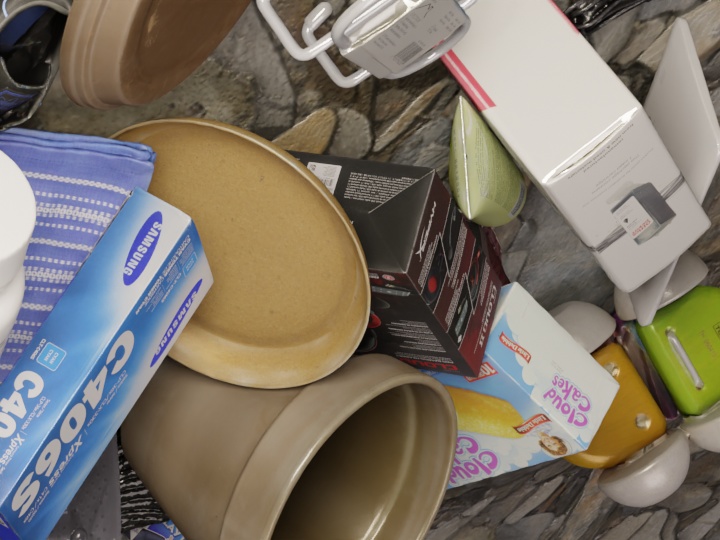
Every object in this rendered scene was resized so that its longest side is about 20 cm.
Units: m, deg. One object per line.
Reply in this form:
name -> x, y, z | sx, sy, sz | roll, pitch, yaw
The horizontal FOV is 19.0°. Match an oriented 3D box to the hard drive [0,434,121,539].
hard drive -> -0.221, 0.103, 1.357 | 0.134, 0.042, 0.202 | -14, 107, -32

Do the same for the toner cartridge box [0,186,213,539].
toner cartridge box -> -0.159, 0.059, 1.242 | 0.201, 0.043, 0.095 | -58, 165, -17

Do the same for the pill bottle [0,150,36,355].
pill bottle -> -0.244, 0.025, 1.152 | 0.113, 0.114, 0.201 | -10, 145, -36

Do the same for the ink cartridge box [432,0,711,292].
ink cartridge box -> 0.142, -0.090, 1.430 | 0.085, 0.146, 0.200 | -37, 150, 3

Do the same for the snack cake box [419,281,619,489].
snack cake box -> 0.075, 0.090, 1.566 | 0.199, 0.115, 0.067 | -23, -152, 50

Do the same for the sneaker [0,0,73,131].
sneaker -> -0.215, -0.096, 1.139 | 0.070, 0.078, 0.200 | 10, 128, -51

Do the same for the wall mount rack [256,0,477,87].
wall mount rack -> 0.032, -0.180, 1.239 | 0.173, 0.075, 0.200 | -35, 171, 8

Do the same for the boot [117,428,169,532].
boot -> -0.210, 0.136, 1.477 | 0.157, 0.080, 0.212 | -24, 154, -13

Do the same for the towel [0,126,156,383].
towel -> -0.208, 0.007, 1.268 | 0.144, 0.024, 0.201 | 6, 116, -28

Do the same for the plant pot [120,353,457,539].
plant pot -> -0.062, 0.124, 1.440 | 0.200, 0.173, 0.201 | -34, 139, -37

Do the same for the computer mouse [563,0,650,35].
computer mouse -> 0.198, -0.229, 1.384 | 0.140, 0.046, 0.201 | -26, 149, -12

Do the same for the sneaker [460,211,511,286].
sneaker -> 0.098, 0.032, 1.593 | 0.075, 0.116, 0.200 | -37, 150, 6

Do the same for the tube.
tube -> 0.078, -0.064, 1.434 | 0.052, 0.058, 0.200 | -46, 172, 3

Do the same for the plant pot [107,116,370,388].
plant pot -> -0.081, -0.014, 1.314 | 0.028, 0.199, 0.201 | -57, 172, -45

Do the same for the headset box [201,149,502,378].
headset box -> 0.000, 0.000, 1.413 | 0.200, 0.147, 0.076 | 55, 48, -61

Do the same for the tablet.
tablet -> 0.217, -0.069, 1.558 | 0.014, 0.131, 0.201 | 0, 141, -12

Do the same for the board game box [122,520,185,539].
board game box -> -0.085, 0.198, 1.574 | 0.135, 0.200, 0.029 | -49, 169, 25

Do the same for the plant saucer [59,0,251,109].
plant saucer -> -0.086, -0.165, 1.129 | 0.201, 0.029, 0.200 | -53, 169, -15

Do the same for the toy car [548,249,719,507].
toy car -> 0.233, 0.085, 1.790 | 0.199, 0.176, 0.150 | -32, -175, -4
